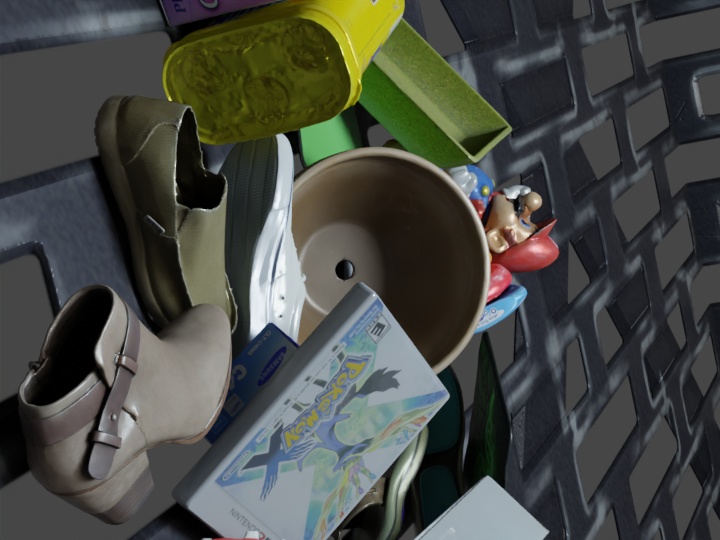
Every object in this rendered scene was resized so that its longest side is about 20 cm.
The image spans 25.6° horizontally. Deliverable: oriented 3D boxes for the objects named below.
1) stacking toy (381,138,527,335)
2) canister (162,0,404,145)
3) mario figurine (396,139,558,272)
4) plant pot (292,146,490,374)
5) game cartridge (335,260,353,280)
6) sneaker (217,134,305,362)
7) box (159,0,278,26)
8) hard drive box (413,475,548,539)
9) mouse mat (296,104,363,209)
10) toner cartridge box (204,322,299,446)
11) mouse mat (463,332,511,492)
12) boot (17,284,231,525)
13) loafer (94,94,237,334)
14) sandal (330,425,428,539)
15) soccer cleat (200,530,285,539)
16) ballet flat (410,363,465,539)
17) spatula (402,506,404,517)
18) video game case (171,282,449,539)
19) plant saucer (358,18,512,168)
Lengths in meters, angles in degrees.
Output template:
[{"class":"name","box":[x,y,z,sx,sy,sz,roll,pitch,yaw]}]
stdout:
[{"class":"stacking toy","box":[0.069,-0.035,1.532,0.200,0.116,0.110,67,-11,-7]},{"class":"canister","box":[-0.054,-0.182,1.249,0.200,0.148,0.087,-62,136,-60]},{"class":"mario figurine","box":[0.128,-0.083,1.602,0.200,0.106,0.123,42,55,-1]},{"class":"plant pot","box":[0.000,0.000,1.316,0.093,0.201,0.201,-177,-104,-73]},{"class":"game cartridge","box":[0.003,0.055,1.438,0.133,0.041,0.200,48,39,-60]},{"class":"sneaker","box":[-0.077,-0.008,1.215,0.071,0.073,0.200,22,72,-53]},{"class":"box","box":[-0.046,-0.280,1.233,0.176,0.200,0.097,-56,132,-59]},{"class":"hard drive box","box":[0.058,0.272,1.314,0.077,0.156,0.200,41,21,10]},{"class":"mouse mat","box":[-0.028,-0.127,1.421,0.161,0.008,0.200,48,25,-51]},{"class":"toner cartridge box","box":[-0.045,0.121,1.209,0.095,0.043,0.200,-48,146,-2]},{"class":"mouse mat","box":[0.117,0.179,1.483,0.161,0.008,0.200,-98,-171,-55]},{"class":"boot","box":[-0.146,0.060,1.002,0.146,0.070,0.200,74,29,-47]},{"class":"loafer","box":[-0.125,-0.032,1.115,0.076,0.067,0.200,-62,137,-56]},{"class":"sandal","box":[0.002,0.201,1.346,0.057,0.080,0.201,31,46,-8]},{"class":"soccer cleat","box":[-0.066,0.257,1.148,0.200,0.069,0.085,60,25,-50]},{"class":"ballet flat","box":[0.070,0.183,1.527,0.069,0.069,0.200,26,60,-64]},{"class":"spatula","box":[0.028,0.177,1.461,0.057,0.021,0.200,86,1,-64]},{"class":"video game case","box":[-0.030,0.126,1.168,0.200,0.022,0.182,-49,146,-9]},{"class":"plant saucer","box":[0.043,-0.174,1.509,0.200,0.048,0.200,45,20,1]}]
